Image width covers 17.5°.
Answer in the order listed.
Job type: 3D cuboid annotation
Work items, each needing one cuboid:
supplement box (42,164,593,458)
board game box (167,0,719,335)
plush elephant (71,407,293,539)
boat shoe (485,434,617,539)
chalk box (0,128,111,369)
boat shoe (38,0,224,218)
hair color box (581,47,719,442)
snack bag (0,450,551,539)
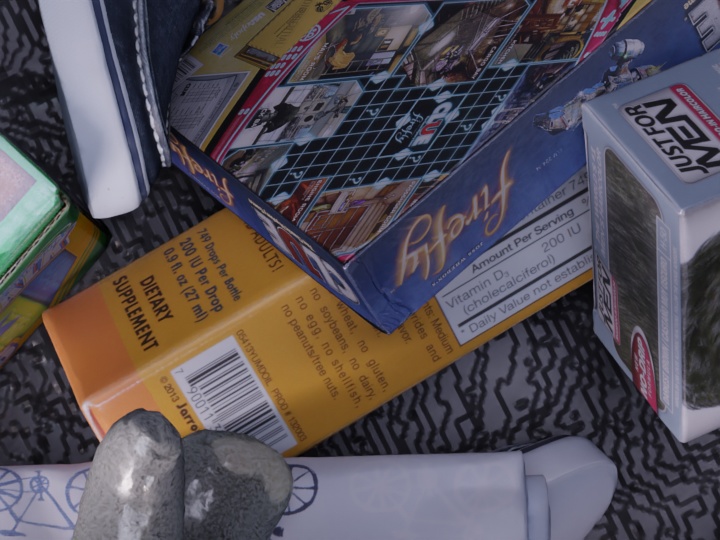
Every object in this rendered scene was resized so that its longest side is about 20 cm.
[{"bbox_3d":[0.000,0.000,0.767,0.199,0.067,0.069,-29,124,-4],"label":"supplement box"},{"bbox_3d":[0.039,-0.082,0.744,0.200,0.135,0.035,-40,132,-11],"label":"board game box"},{"bbox_3d":[-0.067,0.108,0.579,0.164,0.155,0.201,6,62,-22],"label":"plush elephant"},{"bbox_3d":[-0.009,0.096,0.764,0.199,0.072,0.068,-28,56,-19],"label":"boat shoe"},{"bbox_3d":[-0.166,-0.012,0.708,0.124,0.200,0.124,42,87,2],"label":"chalk box"},{"bbox_3d":[-0.058,-0.108,0.748,0.090,0.071,0.201,-8,55,-4],"label":"boat shoe"},{"bbox_3d":[0.170,-0.034,0.720,0.199,0.099,0.061,-22,45,-13],"label":"hair color box"},{"bbox_3d":[-0.036,0.141,0.675,0.187,0.021,0.201,0,54,2],"label":"snack bag"}]
